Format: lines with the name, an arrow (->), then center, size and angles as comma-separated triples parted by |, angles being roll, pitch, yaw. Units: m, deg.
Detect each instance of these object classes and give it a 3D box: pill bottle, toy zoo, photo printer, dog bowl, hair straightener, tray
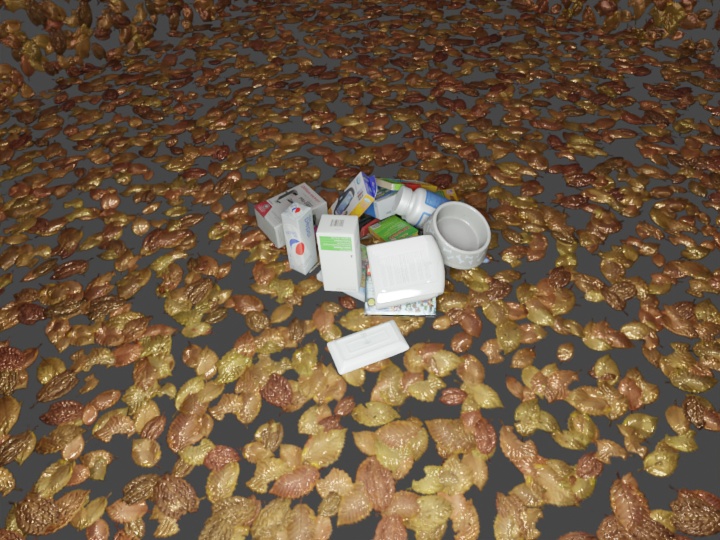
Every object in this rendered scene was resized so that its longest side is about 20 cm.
pill bottle -> 0.199, -0.178, 1.734 | 0.194, 0.113, 0.114 | 22, 42, -11
toy zoo -> 0.154, -0.271, 1.852 | 0.193, 0.021, 0.131 | -1, 16, -26
photo printer -> 0.122, 0.000, 1.524 | 0.193, 0.070, 0.173 | -11, 78, 1
dog bowl -> 0.273, -0.105, 1.615 | 0.193, 0.059, 0.206 | 8, 56, -11
hair straightener -> 0.037, -0.175, 1.850 | 0.076, 0.042, 0.199 | 27, 48, 27
tray -> 0.019, 0.189, 1.496 | 0.194, 0.023, 0.108 | -18, 45, -14

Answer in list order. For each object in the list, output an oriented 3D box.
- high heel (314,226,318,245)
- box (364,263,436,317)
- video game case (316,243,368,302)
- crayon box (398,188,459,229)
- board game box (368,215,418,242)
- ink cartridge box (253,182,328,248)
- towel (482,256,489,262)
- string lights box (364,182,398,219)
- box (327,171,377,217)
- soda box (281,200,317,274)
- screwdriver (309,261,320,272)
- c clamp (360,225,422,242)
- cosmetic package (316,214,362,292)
high heel -> -0.076, -0.075, 1.729 | 0.195, 0.070, 0.095 | 21, 27, 25
box -> 0.107, 0.053, 1.570 | 0.192, 0.040, 0.142 | 0, 76, 4
video game case -> 0.000, 0.000, 1.691 | 0.195, 0.023, 0.183 | 23, 50, 25
crayon box -> 0.216, -0.195, 1.858 | 0.192, 0.053, 0.128 | -7, 44, -3
board game box -> 0.096, -0.113, 1.705 | 0.093, 0.031, 0.200 | -25, 21, -9
ink cartridge box -> -0.217, -0.179, 1.844 | 0.196, 0.085, 0.146 | -29, 49, -24
towel -> 0.258, -0.062, 1.672 | 0.192, 0.025, 0.147 | 6, 19, -11
string lights box -> 0.050, -0.222, 1.842 | 0.100, 0.061, 0.199 | -23, 26, -22
box -> -0.024, -0.210, 1.801 | 0.041, 0.201, 0.121 | 24, 32, -30
soda box -> -0.172, -0.090, 1.664 | 0.062, 0.204, 0.068 | 22, 48, 24
screwdriver -> -0.090, -0.056, 1.760 | 0.199, 0.028, 0.029 | -43, 26, -25
c clamp -> 0.092, -0.092, 1.733 | 0.167, 0.028, 0.200 | -26, 24, -12
cosmetic package -> -0.054, -0.045, 1.579 | 0.103, 0.205, 0.086 | 2, 40, 10
